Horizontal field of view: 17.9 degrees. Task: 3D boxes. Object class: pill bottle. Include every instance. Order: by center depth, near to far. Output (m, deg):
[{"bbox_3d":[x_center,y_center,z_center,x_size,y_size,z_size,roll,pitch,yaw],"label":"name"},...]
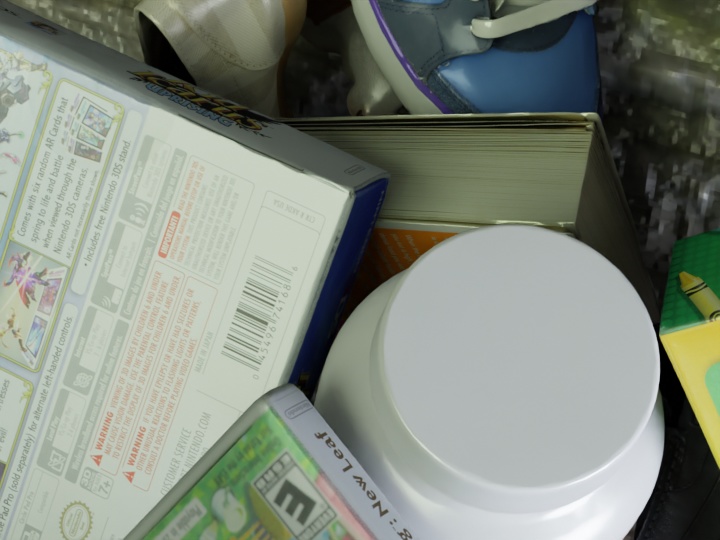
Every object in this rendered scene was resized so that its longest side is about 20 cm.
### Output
[{"bbox_3d":[0.037,0.063,0.763,0.113,0.113,0.200,51,162,14],"label":"pill bottle"}]

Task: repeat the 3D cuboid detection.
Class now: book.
[{"bbox_3d":[0.000,0.000,0.829,0.199,0.134,0.048,2,59,21],"label":"book"}]

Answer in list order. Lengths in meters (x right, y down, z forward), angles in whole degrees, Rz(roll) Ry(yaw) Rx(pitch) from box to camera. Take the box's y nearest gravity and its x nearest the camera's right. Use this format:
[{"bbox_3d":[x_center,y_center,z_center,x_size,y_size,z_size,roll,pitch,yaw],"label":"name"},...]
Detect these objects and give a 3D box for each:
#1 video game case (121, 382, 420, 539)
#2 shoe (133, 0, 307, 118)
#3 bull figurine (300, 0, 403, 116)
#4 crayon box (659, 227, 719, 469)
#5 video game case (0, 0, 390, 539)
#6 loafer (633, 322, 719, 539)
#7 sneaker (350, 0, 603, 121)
[{"bbox_3d":[-0.026,0.163,0.723,0.182,0.022,0.200,51,124,10],"label":"video game case"},{"bbox_3d":[-0.057,-0.058,0.860,0.070,0.053,0.200,37,155,17],"label":"shoe"},{"bbox_3d":[-0.032,-0.144,0.871,0.121,0.065,0.200,-18,91,38],"label":"bull figurine"},{"bbox_3d":[0.185,0.070,0.716,0.119,0.058,0.200,-17,114,22],"label":"crayon box"},{"bbox_3d":[-0.106,0.023,0.782,0.181,0.045,0.200,25,108,13],"label":"video game case"},{"bbox_3d":[0.123,0.044,0.792,0.070,0.068,0.201,27,126,7],"label":"loafer"},{"bbox_3d":[0.051,-0.137,0.765,0.146,0.080,0.200,-32,78,62],"label":"sneaker"}]
